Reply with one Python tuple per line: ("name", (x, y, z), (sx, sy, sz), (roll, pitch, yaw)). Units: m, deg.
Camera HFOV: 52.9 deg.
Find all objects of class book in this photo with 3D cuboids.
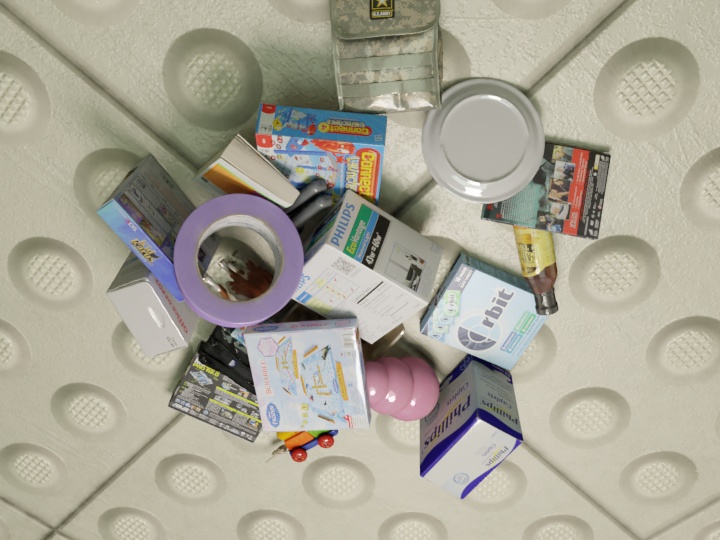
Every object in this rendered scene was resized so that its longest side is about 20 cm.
("book", (-0.192, -0.138, 1.185), (0.133, 0.048, 0.200), (39, 159, -19))

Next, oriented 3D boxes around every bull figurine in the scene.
("bull figurine", (-0.205, 0.031, 1.272), (0.121, 0.200, 0.065), (45, 102, -3))

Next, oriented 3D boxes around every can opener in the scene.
("can opener", (-0.106, -0.098, 1.228), (0.200, 0.066, 0.053), (-30, 82, 54))

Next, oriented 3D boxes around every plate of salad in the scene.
("plate of salad", (0.196, -0.208, 1.167), (0.198, 0.048, 0.202), (0, 88, -1))

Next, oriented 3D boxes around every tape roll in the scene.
("tape roll", (-0.193, -0.013, 1.138), (0.198, 0.085, 0.202), (2, 82, -14))

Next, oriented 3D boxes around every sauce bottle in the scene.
("sauce bottle", (0.311, -0.019, 1.265), (0.065, 0.066, 0.202), (-13, 105, 10))

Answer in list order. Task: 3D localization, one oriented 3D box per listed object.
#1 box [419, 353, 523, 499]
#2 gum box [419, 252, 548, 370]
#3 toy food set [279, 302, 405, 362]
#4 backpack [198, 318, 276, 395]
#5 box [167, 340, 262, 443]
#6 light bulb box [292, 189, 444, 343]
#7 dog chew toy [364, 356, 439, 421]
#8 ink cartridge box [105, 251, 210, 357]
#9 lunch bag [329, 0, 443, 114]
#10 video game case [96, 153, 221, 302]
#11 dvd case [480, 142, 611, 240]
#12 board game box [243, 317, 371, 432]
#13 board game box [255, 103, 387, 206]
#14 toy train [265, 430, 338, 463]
("box", (0.205, 0.295, 1.393), (0.104, 0.201, 0.184), (30, 117, -13))
("gum box", (0.236, 0.081, 1.358), (0.199, 0.045, 0.171), (23, 118, -9))
("toy food set", (-0.036, 0.106, 1.378), (0.199, 0.061, 0.144), (33, 117, -16))
("backpack", (-0.184, 0.169, 1.375), (0.200, 0.154, 0.163), (42, 136, 5))
("box", (-0.273, 0.253, 1.485), (0.199, 0.044, 0.161), (26, 117, -12))
("light bulb box", (0.000, 0.000, 1.240), (0.199, 0.125, 0.198), (31, 143, -14))
("dog chew toy", (0.059, 0.219, 1.372), (0.199, 0.125, 0.125), (18, 125, -43))
("ink cartridge box", (-0.347, 0.030, 1.270), (0.085, 0.201, 0.148), (-17, 118, 13))
("lunch bag", (0.041, -0.344, 1.084), (0.162, 0.118, 0.202), (-2, 116, 8))
("video game case", (-0.332, -0.074, 1.220), (0.045, 0.182, 0.200), (-29, 114, 19))
("dvd case", (0.308, -0.139, 1.201), (0.198, 0.022, 0.147), (9, 88, -4))
("board game box", (-0.090, 0.187, 1.276), (0.198, 0.041, 0.202), (-4, 110, 10))
("board game box", (-0.061, -0.176, 1.160), (0.194, 0.056, 0.200), (5, 156, 0))
("toy train", (-0.154, 0.336, 1.491), (0.199, 0.085, 0.116), (-31, 126, 19))
